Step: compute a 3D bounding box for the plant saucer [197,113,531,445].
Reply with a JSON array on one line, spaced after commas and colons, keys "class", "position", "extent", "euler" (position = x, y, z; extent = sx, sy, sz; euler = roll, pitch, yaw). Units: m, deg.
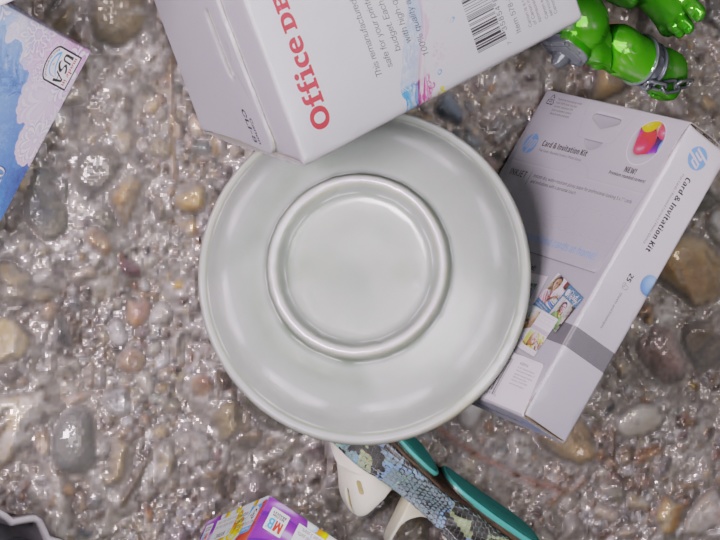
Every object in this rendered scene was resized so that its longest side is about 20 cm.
[{"class": "plant saucer", "position": [0.000, 0.000, 1.582], "extent": [0.198, 0.050, 0.202], "euler": [-1, 81, 5]}]

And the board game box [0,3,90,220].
[{"class": "board game box", "position": [-0.257, -0.067, 1.443], "extent": [0.199, 0.043, 0.201], "euler": [26, 92, -59]}]

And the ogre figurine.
[{"class": "ogre figurine", "position": [0.151, -0.201, 1.663], "extent": [0.119, 0.098, 0.202], "euler": [-16, 122, -42]}]

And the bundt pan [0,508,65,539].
[{"class": "bundt pan", "position": [-0.242, 0.222, 1.540], "extent": [0.200, 0.076, 0.204], "euler": [-4, 100, -26]}]

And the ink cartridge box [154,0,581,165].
[{"class": "ink cartridge box", "position": [-0.007, -0.173, 1.554], "extent": [0.199, 0.144, 0.146], "euler": [-28, 111, -21]}]

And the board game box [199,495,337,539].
[{"class": "board game box", "position": [-0.075, 0.249, 1.574], "extent": [0.105, 0.103, 0.201], "euler": [34, 65, -13]}]

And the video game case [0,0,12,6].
[{"class": "video game case", "position": [-0.144, -0.258, 1.417], "extent": [0.199, 0.036, 0.183], "euler": [-27, 112, -27]}]

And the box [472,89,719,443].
[{"class": "box", "position": [0.118, -0.007, 1.640], "extent": [0.041, 0.156, 0.201], "euler": [33, 83, -31]}]

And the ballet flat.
[{"class": "ballet flat", "position": [0.028, 0.138, 1.672], "extent": [0.200, 0.074, 0.074], "euler": [42, 79, -23]}]
